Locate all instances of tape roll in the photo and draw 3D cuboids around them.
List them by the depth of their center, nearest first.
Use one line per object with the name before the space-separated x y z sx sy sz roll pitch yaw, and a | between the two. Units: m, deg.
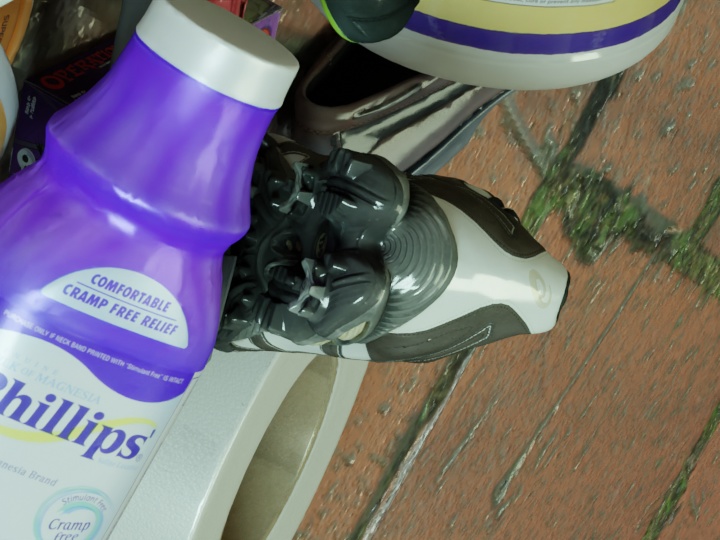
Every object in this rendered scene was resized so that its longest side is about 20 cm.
tape roll | -0.048 0.071 1.067 0.203 0.037 0.203 -60 167 -24

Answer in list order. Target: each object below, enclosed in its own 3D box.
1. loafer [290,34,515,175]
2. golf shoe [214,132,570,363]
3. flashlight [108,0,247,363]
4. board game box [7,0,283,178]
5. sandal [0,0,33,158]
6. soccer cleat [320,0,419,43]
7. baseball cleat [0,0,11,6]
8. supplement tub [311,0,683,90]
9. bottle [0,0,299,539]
loafer | 0.045 -0.107 1.063 0.200 0.072 0.063 -49 150 -18
golf shoe | 0.000 0.000 0.888 0.200 0.094 0.078 -158 -98 -70
flashlight | -0.049 -0.070 0.849 0.068 0.068 0.200 -164 -95 -85
board game box | -0.090 0.003 0.964 0.120 0.032 0.200 -28 141 -47
sandal | -0.152 -0.016 0.775 0.207 0.059 0.079 -47 154 -28
soccer cleat | 0.023 -0.163 0.785 0.068 0.081 0.200 -28 126 -64
baseball cleat | -0.081 -0.167 0.750 0.200 0.070 0.106 -60 153 -26
supplement tub | 0.057 -0.178 0.901 0.145 0.145 0.200 -37 148 -43
bottle | -0.085 0.014 0.790 0.083 0.065 0.200 23 105 -29
